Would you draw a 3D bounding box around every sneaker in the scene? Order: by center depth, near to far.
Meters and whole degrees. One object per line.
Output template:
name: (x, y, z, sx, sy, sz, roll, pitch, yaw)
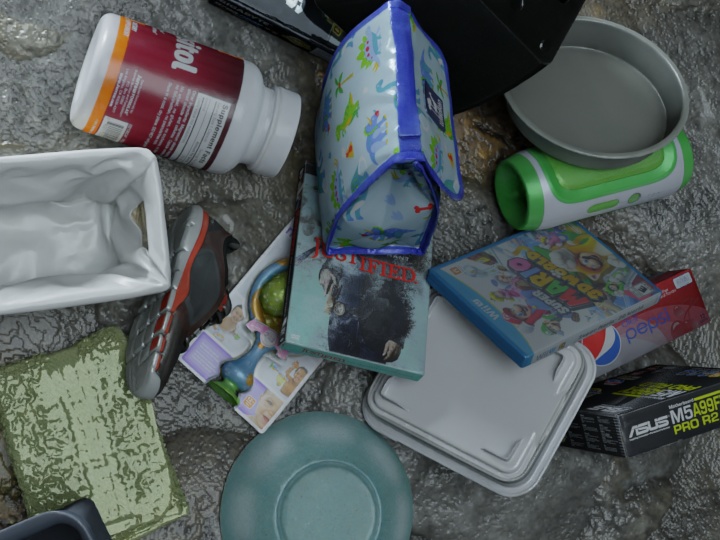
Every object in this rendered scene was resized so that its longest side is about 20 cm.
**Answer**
sneaker: (-0.157, 0.036, 1.392, 0.082, 0.077, 0.201, 29, 61, -25)

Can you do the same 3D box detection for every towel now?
towel: (-0.256, 0.165, 1.387, 0.148, 0.036, 0.201, -19, 94, -18)

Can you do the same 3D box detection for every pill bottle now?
pill bottle: (-0.163, -0.159, 1.400, 0.199, 0.113, 0.113, 18, 81, -17)

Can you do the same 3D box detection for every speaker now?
speaker: (0.243, -0.100, 1.542, 0.199, 0.088, 0.089, -15, 91, -20)

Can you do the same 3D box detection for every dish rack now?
dish rack: (0.112, 0.108, 1.450, 0.200, 0.044, 0.172, 26, 76, 23)

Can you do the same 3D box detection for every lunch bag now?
lunch bag: (0.026, -0.128, 1.387, 0.127, 0.200, 0.171, -2, 65, -8)

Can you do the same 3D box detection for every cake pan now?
cake pan: (0.236, -0.180, 1.525, 0.199, 0.037, 0.201, 5, 52, -6)

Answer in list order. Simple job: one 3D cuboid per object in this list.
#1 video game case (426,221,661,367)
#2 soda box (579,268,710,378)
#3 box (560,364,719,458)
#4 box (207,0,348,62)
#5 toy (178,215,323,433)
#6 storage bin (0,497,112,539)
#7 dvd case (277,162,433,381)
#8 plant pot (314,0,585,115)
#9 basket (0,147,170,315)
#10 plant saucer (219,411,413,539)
video game case: (0.184, 0.016, 1.478, 0.200, 0.018, 0.143, -22, 51, -35)
soda box: (0.259, 0.064, 1.546, 0.199, 0.070, 0.064, -23, 94, -19)
box: (0.281, 0.137, 1.479, 0.160, 0.200, 0.044, -14, 93, -18)
box: (-0.042, -0.324, 1.485, 0.159, 0.046, 0.201, 25, 79, -16)
toy: (-0.071, 0.047, 1.450, 0.115, 0.047, 0.200, 43, 75, -12)
storage bin: (-0.293, 0.286, 1.291, 0.199, 0.134, 0.146, -25, 95, 4)
dvd case: (0.000, 0.000, 1.453, 0.146, 0.022, 0.201, 15, 59, -16)
plant pot: (0.115, -0.285, 1.437, 0.199, 0.177, 0.200, 39, 71, -30)
basket: (-0.284, -0.032, 1.345, 0.199, 0.123, 0.136, -7, 89, -18)
plant saucer: (-0.036, 0.239, 1.453, 0.200, 0.039, 0.202, 1, 87, -18)
